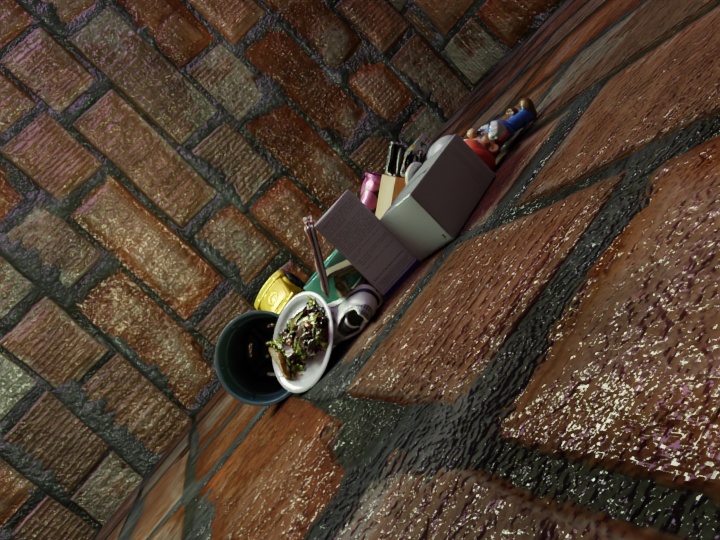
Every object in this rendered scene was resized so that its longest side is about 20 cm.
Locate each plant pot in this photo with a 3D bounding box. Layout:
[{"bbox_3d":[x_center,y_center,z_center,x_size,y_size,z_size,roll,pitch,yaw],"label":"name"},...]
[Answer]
[{"bbox_3d":[-0.214,0.191,1.317,0.201,0.200,0.196,-48,-1,-2],"label":"plant pot"}]

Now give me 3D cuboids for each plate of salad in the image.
[{"bbox_3d":[-0.126,0.139,1.141,0.198,0.048,0.204,-19,63,44],"label":"plate of salad"}]

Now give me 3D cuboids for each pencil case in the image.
[{"bbox_3d":[0.021,-0.148,1.440,0.094,0.089,0.203,-96,23,-68],"label":"pencil case"}]

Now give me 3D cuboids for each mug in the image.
[{"bbox_3d":[-0.052,0.020,1.500,0.152,0.114,0.186,-42,8,44],"label":"mug"}]

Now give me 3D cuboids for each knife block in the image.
[{"bbox_3d":[0.077,-0.185,1.319,0.200,0.177,0.064,-42,29,-12],"label":"knife block"}]

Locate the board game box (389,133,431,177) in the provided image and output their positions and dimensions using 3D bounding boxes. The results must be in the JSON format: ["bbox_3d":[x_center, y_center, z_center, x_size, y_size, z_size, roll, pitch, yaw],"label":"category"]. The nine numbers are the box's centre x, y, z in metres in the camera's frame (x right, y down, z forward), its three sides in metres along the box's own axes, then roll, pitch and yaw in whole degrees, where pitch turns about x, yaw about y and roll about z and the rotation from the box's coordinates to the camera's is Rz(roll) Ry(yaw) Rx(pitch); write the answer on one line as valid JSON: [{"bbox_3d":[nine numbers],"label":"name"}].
[{"bbox_3d":[0.107,-0.257,1.487,0.128,0.034,0.200,-61,9,-21],"label":"board game box"}]

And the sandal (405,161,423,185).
[{"bbox_3d":[0.126,-0.177,1.260,0.080,0.059,0.207,-56,-32,-12],"label":"sandal"}]

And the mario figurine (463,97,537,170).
[{"bbox_3d":[0.272,-0.291,1.187,0.200,0.105,0.124,-42,-30,-21],"label":"mario figurine"}]

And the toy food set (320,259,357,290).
[{"bbox_3d":[0.000,0.000,1.342,0.197,0.061,0.143,-25,7,-7],"label":"toy food set"}]

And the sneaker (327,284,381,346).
[{"bbox_3d":[-0.040,0.107,1.133,0.200,0.076,0.081,-45,17,39],"label":"sneaker"}]

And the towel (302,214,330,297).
[{"bbox_3d":[-0.091,-0.033,1.181,0.022,0.147,0.200,-15,12,-3],"label":"towel"}]

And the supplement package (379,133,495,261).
[{"bbox_3d":[0.148,-0.140,1.094,0.201,0.117,0.117,-53,11,-34],"label":"supplement package"}]

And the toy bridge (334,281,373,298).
[{"bbox_3d":[0.035,0.004,1.238,0.199,0.027,0.068,-36,-41,-17],"label":"toy bridge"}]

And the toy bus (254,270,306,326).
[{"bbox_3d":[-0.153,0.117,1.507,0.137,0.199,0.192,-55,38,3],"label":"toy bus"}]

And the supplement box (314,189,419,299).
[{"bbox_3d":[0.012,-0.056,1.139,0.104,0.200,0.101,-46,7,5],"label":"supplement box"}]

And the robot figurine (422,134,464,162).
[{"bbox_3d":[0.211,-0.265,1.423,0.168,0.114,0.200,-32,3,-16],"label":"robot figurine"}]

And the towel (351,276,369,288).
[{"bbox_3d":[-0.040,0.097,1.329,0.200,0.034,0.193,-46,7,18],"label":"towel"}]
